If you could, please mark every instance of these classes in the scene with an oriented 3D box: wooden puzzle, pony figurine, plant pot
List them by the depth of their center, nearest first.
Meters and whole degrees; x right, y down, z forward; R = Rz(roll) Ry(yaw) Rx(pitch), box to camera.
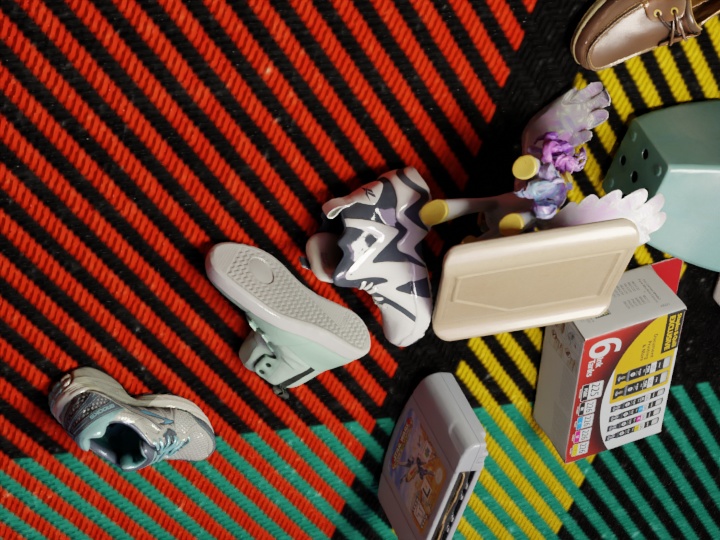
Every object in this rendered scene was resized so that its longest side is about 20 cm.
[{"bbox_3d":[0.162,0.005,1.720,0.184,0.037,0.200,-9,158,-5],"label":"wooden puzzle"},{"bbox_3d":[0.172,-0.074,1.734,0.192,0.167,0.200,-26,173,23],"label":"pony figurine"},{"bbox_3d":[0.363,-0.088,1.858,0.199,0.142,0.142,4,127,-25],"label":"plant pot"}]

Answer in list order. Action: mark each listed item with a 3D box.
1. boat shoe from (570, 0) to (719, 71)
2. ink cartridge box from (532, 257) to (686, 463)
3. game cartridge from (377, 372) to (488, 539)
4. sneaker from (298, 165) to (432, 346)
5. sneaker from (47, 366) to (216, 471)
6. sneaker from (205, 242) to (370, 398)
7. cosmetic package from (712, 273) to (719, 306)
[{"bbox_3d":[0.292,-0.250,1.704,0.199,0.068,0.072,-33,139,-1],"label":"boat shoe"},{"bbox_3d":[0.297,0.099,2.030,0.174,0.084,0.201,-16,136,-19],"label":"ink cartridge box"},{"bbox_3d":[0.074,0.217,1.963,0.041,0.133,0.201,-4,130,-30],"label":"game cartridge"},{"bbox_3d":[0.000,0.000,1.752,0.129,0.080,0.200,-14,135,-18],"label":"sneaker"},{"bbox_3d":[-0.218,0.167,1.768,0.199,0.087,0.078,22,117,-43],"label":"sneaker"},{"bbox_3d":[-0.099,0.055,1.749,0.118,0.074,0.200,-33,129,32],"label":"sneaker"},{"bbox_3d":[0.522,-0.009,2.006,0.166,0.167,0.201,-12,134,-22],"label":"cosmetic package"}]
